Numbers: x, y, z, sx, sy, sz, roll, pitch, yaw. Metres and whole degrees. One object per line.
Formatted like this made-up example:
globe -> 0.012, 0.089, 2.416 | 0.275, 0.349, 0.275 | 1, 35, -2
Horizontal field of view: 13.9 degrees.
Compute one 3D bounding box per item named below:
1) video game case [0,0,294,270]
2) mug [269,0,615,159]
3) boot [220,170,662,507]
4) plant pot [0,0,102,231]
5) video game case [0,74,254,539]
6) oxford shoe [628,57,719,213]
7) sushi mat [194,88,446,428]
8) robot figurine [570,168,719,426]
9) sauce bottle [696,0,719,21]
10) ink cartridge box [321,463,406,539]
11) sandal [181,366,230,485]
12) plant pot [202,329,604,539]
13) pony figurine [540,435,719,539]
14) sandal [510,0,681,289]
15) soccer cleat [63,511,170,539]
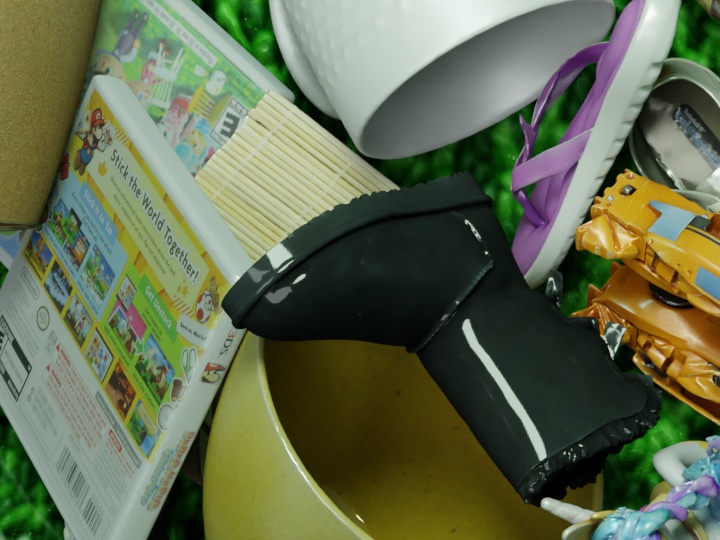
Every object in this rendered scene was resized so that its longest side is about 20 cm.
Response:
video game case -> -0.147, -0.077, 1.608 | 0.200, 0.022, 0.182 | 43, 110, 29
mug -> 0.012, -0.156, 1.506 | 0.176, 0.147, 0.200 | 62, 143, 15
boot -> 0.045, 0.041, 1.409 | 0.163, 0.198, 0.073 | 54, 127, 13
plant pot -> -0.217, -0.122, 1.541 | 0.186, 0.186, 0.200 | -1, 88, 23
video game case -> -0.127, 0.026, 1.515 | 0.182, 0.023, 0.200 | -64, 37, 23
oxford shoe -> 0.202, -0.026, 1.471 | 0.200, 0.058, 0.075 | 47, 108, 11
sushi mat -> 0.000, 0.000, 1.531 | 0.200, 0.012, 0.096 | 38, 102, -13
robot figurine -> 0.196, 0.040, 1.449 | 0.200, 0.058, 0.145 | 34, 151, 25
sauce bottle -> 0.147, -0.202, 1.475 | 0.065, 0.065, 0.200 | -48, 67, 19
ink cartridge box -> -0.043, 0.200, 1.604 | 0.099, 0.039, 0.200 | 46, 108, 13
sandal -> -0.053, 0.020, 1.586 | 0.080, 0.054, 0.200 | 21, 106, 31
plant pot -> 0.001, 0.108, 1.479 | 0.200, 0.200, 0.142 | 52, 131, 11
pony figurine -> 0.187, 0.158, 1.414 | 0.193, 0.200, 0.167 | 39, 107, 15
sandal -> 0.105, -0.076, 1.472 | 0.050, 0.083, 0.203 | 22, 130, -4
soccer cleat -> -0.135, 0.159, 1.598 | 0.086, 0.070, 0.200 | -46, 55, 20
